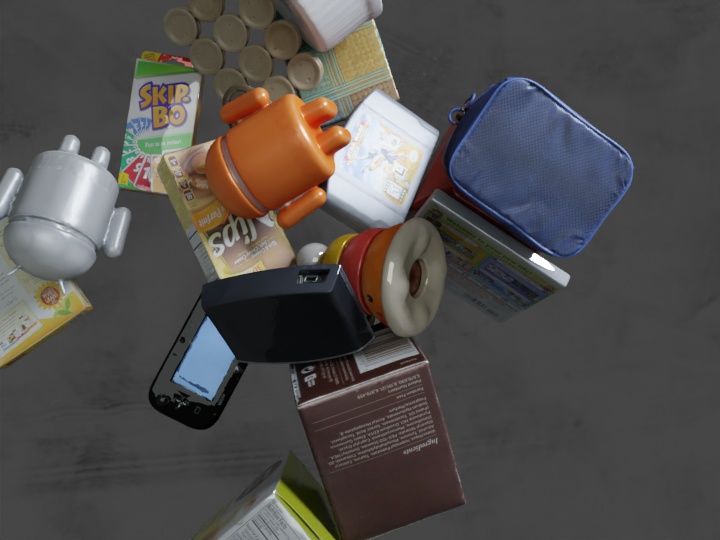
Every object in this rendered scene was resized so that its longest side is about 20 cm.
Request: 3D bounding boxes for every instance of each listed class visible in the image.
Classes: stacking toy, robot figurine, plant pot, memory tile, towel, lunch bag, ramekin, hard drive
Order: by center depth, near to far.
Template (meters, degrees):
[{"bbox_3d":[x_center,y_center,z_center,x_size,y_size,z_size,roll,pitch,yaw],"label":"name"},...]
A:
[{"bbox_3d":[0.181,-0.120,0.734,0.199,0.132,0.136,37,101,-3],"label":"lunch bag"},{"bbox_3d":[-0.094,0.061,0.818,0.198,0.043,0.136,-8,128,24],"label":"hard drive"},{"bbox_3d":[-0.111,-0.142,0.825,0.198,0.117,0.144,-29,133,12],"label":"robot figurine"},{"bbox_3d":[-0.072,-0.382,0.849,0.098,0.200,0.201,-41,91,1],"label":"ramekin"},{"bbox_3d":[0.000,0.000,0.853,0.198,0.146,0.148,8,86,34],"label":"stacking toy"},{"bbox_3d":[-0.387,-0.073,0.855,0.168,0.113,0.202,17,66,-18],"label":"robot figurine"},{"bbox_3d":[0.192,-0.114,0.886,0.198,0.176,0.201,32,85,-3],"label":"plant pot"},{"bbox_3d":[-0.158,-0.302,0.896,0.153,0.017,0.200,-33,107,25],"label":"memory tile"},{"bbox_3d":[-0.040,-0.318,0.956,0.145,0.022,0.202,-20,90,-5],"label":"towel"}]

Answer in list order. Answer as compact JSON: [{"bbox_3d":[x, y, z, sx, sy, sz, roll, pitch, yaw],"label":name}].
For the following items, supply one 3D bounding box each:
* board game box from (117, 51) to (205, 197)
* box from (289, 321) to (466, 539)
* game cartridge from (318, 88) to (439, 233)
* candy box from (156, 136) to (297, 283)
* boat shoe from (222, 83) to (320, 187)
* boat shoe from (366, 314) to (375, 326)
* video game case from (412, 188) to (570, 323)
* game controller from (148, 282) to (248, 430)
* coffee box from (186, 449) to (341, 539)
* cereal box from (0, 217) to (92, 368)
[{"bbox_3d":[-0.279,-0.208,0.930,0.094,0.030,0.203,8,85,-4],"label":"board game box"},{"bbox_3d":[0.016,0.197,0.841,0.162,0.166,0.202,-18,105,-5],"label":"box"},{"bbox_3d":[0.023,-0.147,0.905,0.132,0.041,0.202,31,66,-20],"label":"game cartridge"},{"bbox_3d":[-0.180,-0.073,0.896,0.115,0.055,0.202,-25,89,-30],"label":"candy box"},{"bbox_3d":[-0.112,-0.171,0.916,0.071,0.076,0.201,-37,101,11],"label":"boat shoe"},{"bbox_3d":[-0.009,0.055,0.919,0.073,0.063,0.202,28,85,-3],"label":"boat shoe"},{"bbox_3d":[0.149,-0.011,0.878,0.199,0.182,0.022,33,66,-2],"label":"video game case"},{"bbox_3d":[-0.207,0.116,0.912,0.103,0.042,0.202,28,86,-3],"label":"game controller"},{"bbox_3d":[-0.106,0.382,0.823,0.197,0.200,0.201,-40,90,-1],"label":"coffee box"},{"bbox_3d":[-0.483,0.010,0.896,0.143,0.040,0.201,-34,90,-6],"label":"cereal box"}]
